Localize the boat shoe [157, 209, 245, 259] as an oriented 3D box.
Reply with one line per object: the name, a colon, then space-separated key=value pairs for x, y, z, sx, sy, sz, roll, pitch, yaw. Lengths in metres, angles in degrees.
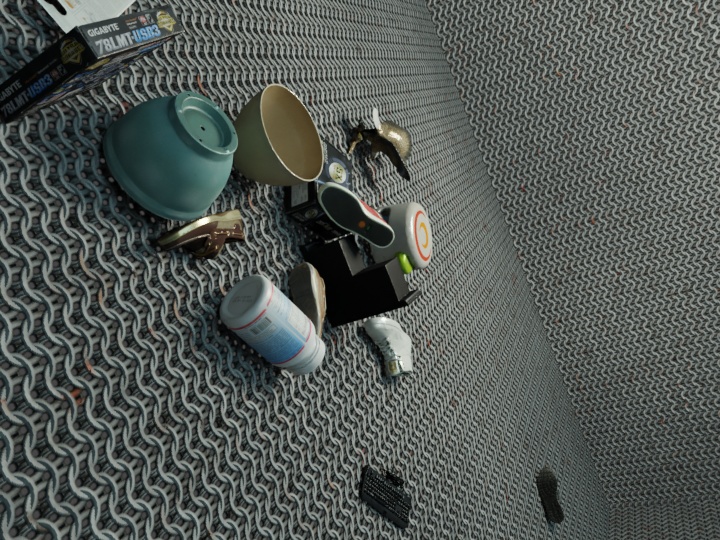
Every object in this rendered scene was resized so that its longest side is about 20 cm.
boat shoe: x=-0.262 y=-0.054 z=1.059 sx=0.072 sy=0.072 sz=0.200 roll=70 pitch=23 yaw=-6

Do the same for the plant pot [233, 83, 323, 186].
plant pot: x=-0.186 y=-0.252 z=1.240 sx=0.200 sy=0.134 sz=0.201 roll=40 pitch=41 yaw=-46

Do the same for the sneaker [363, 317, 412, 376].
sneaker: x=0.077 y=0.197 z=1.524 sx=0.200 sy=0.074 sz=0.116 roll=39 pitch=39 yaw=-48

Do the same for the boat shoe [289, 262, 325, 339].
boat shoe: x=-0.099 y=0.081 z=1.272 sx=0.072 sy=0.076 sz=0.200 roll=34 pitch=47 yaw=-53

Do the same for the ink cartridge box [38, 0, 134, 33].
ink cartridge box: x=-0.457 y=-0.454 z=0.970 sx=0.160 sy=0.047 sz=0.200 roll=53 pitch=39 yaw=-33

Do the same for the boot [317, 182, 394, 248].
boot: x=-0.020 y=-0.139 z=1.383 sx=0.200 sy=0.072 sz=0.144 roll=36 pitch=14 yaw=-23

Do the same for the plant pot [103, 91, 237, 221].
plant pot: x=-0.283 y=-0.199 z=0.987 sx=0.200 sy=0.134 sz=0.201 roll=37 pitch=34 yaw=-31

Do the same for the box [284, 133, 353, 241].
box: x=-0.094 y=-0.195 z=1.428 sx=0.164 sy=0.086 sz=0.200 roll=34 pitch=46 yaw=-51

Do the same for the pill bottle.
pill bottle: x=-0.153 y=0.106 z=1.120 sx=0.200 sy=0.109 sz=0.109 roll=50 pitch=35 yaw=-37

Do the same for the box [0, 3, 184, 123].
box: x=-0.373 y=-0.288 z=0.850 sx=0.050 sy=0.198 sz=0.200 roll=59 pitch=31 yaw=-19

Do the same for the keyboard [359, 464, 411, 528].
keyboard: x=0.069 y=0.491 z=1.374 sx=0.200 sy=0.040 sz=0.104 roll=49 pitch=36 yaw=-38

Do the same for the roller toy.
roller toy: x=0.105 y=-0.088 z=1.672 sx=0.200 sy=0.139 sz=0.183 roll=-25 pitch=107 yaw=-65

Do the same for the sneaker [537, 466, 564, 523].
sneaker: x=0.716 y=0.844 z=2.338 sx=0.088 sy=0.076 sz=0.200 roll=19 pitch=61 yaw=-74

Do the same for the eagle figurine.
eagle figurine: x=0.073 y=-0.358 z=1.765 sx=0.151 sy=0.200 sz=0.152 roll=-177 pitch=-73 yaw=-80

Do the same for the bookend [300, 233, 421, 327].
bookend: x=0.000 y=0.000 z=1.364 sx=0.092 sy=0.198 sz=0.200 roll=-33 pitch=102 yaw=-62
